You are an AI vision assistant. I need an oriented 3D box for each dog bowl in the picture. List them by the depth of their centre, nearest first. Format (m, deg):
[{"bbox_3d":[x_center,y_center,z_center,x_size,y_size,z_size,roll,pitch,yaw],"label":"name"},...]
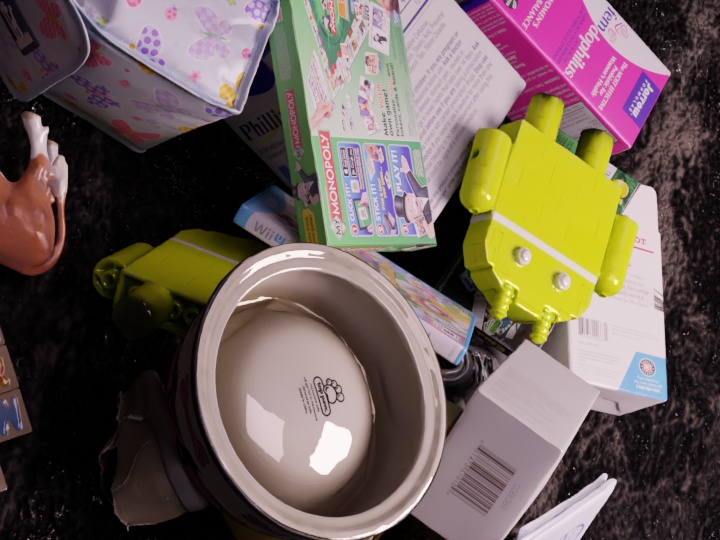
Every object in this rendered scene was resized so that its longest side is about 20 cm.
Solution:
[{"bbox_3d":[-0.042,0.088,1.184,0.199,0.074,0.202,14,65,-32],"label":"dog bowl"}]

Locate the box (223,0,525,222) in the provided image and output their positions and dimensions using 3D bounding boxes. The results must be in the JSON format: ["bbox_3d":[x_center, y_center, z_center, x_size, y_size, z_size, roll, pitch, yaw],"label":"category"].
[{"bbox_3d":[0.005,-0.150,1.463,0.200,0.105,0.184,46,59,-18],"label":"box"}]

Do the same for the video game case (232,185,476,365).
[{"bbox_3d":[0.000,0.000,1.378,0.199,0.143,0.018,33,101,1],"label":"video game case"}]

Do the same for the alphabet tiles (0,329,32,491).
[{"bbox_3d":[-0.324,0.075,1.250,0.165,0.006,0.202,-18,90,-35],"label":"alphabet tiles"}]

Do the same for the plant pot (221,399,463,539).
[{"bbox_3d":[-0.035,0.146,1.337,0.141,0.200,0.200,35,59,6],"label":"plant pot"}]

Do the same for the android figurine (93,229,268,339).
[{"bbox_3d":[-0.103,0.020,1.318,0.200,0.180,0.041,-43,151,-68],"label":"android figurine"}]

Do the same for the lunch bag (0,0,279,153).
[{"bbox_3d":[-0.190,-0.183,1.299,0.199,0.169,0.128,32,68,-27],"label":"lunch bag"}]

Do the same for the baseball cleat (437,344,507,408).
[{"bbox_3d":[0.080,0.089,1.461,0.198,0.106,0.070,-1,75,-36],"label":"baseball cleat"}]

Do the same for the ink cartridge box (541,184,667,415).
[{"bbox_3d":[0.207,0.018,1.581,0.115,0.067,0.202,14,67,-31],"label":"ink cartridge box"}]

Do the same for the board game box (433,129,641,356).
[{"bbox_3d":[0.150,-0.024,1.517,0.104,0.023,0.201,33,68,4],"label":"board game box"}]

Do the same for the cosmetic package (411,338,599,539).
[{"bbox_3d":[0.111,0.134,1.357,0.081,0.200,0.113,35,104,7],"label":"cosmetic package"}]

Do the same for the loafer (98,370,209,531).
[{"bbox_3d":[-0.157,0.127,1.254,0.069,0.200,0.076,-25,104,-6],"label":"loafer"}]

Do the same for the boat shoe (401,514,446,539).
[{"bbox_3d":[0.063,0.220,1.448,0.065,0.073,0.200,48,48,-10],"label":"boat shoe"}]

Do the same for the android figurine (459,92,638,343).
[{"bbox_3d":[0.152,-0.040,1.463,0.181,0.041,0.202,32,64,-28],"label":"android figurine"}]

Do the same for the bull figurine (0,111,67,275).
[{"bbox_3d":[-0.297,-0.071,1.263,0.199,0.065,0.123,27,69,-28],"label":"bull figurine"}]

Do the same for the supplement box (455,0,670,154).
[{"bbox_3d":[0.166,-0.198,1.587,0.200,0.103,0.102,44,58,-21],"label":"supplement box"}]

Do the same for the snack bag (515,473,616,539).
[{"bbox_3d":[0.103,0.255,1.402,0.199,0.189,0.021,-27,65,-36],"label":"snack bag"}]

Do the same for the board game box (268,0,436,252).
[{"bbox_3d":[-0.007,-0.115,1.346,0.134,0.029,0.202,-1,80,-50],"label":"board game box"}]
